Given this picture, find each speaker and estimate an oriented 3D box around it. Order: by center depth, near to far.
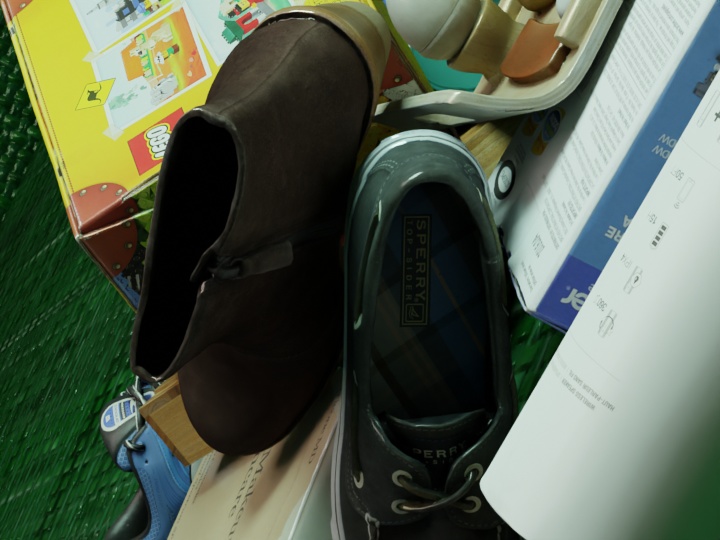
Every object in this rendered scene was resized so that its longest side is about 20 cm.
[{"bbox_3d":[0.115,0.001,0.783,0.200,0.081,0.081,-61,14,11],"label":"speaker"}]

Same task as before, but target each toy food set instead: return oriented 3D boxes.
[{"bbox_3d":[0.067,-0.142,0.967,0.200,0.060,0.144,-64,10,-5],"label":"toy food set"}]

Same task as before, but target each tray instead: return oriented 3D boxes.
[{"bbox_3d":[0.000,0.000,1.132,0.200,0.037,0.099,-42,4,-30],"label":"tray"}]

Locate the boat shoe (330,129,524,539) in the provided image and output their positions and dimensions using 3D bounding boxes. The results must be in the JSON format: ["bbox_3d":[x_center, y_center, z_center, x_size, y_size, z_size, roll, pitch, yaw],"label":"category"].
[{"bbox_3d":[0.022,0.053,0.912,0.057,0.069,0.200,-108,14,-79],"label":"boat shoe"}]

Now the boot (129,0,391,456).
[{"bbox_3d":[-0.051,0.005,0.937,0.166,0.072,0.200,-48,-23,-61],"label":"boot"}]

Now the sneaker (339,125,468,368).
[{"bbox_3d":[0.018,-0.030,1.258,0.200,0.078,0.070,-46,-1,-37],"label":"sneaker"}]

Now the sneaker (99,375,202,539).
[{"bbox_3d":[-0.079,0.070,1.290,0.079,0.089,0.200,-104,28,-68],"label":"sneaker"}]

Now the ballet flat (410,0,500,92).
[{"bbox_3d":[0.100,-0.114,1.084,0.200,0.071,0.069,-29,69,53],"label":"ballet flat"}]

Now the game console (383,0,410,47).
[{"bbox_3d":[0.010,-0.091,1.251,0.200,0.118,0.171,-38,44,-4],"label":"game console"}]

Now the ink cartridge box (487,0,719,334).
[{"bbox_3d":[0.110,-0.048,0.904,0.200,0.076,0.136,-59,13,15],"label":"ink cartridge box"}]

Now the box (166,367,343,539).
[{"bbox_3d":[-0.014,0.106,1.078,0.095,0.078,0.200,-67,13,-22],"label":"box"}]

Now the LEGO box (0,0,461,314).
[{"bbox_3d":[-0.059,-0.083,1.128,0.149,0.077,0.200,-32,38,6],"label":"LEGO box"}]
